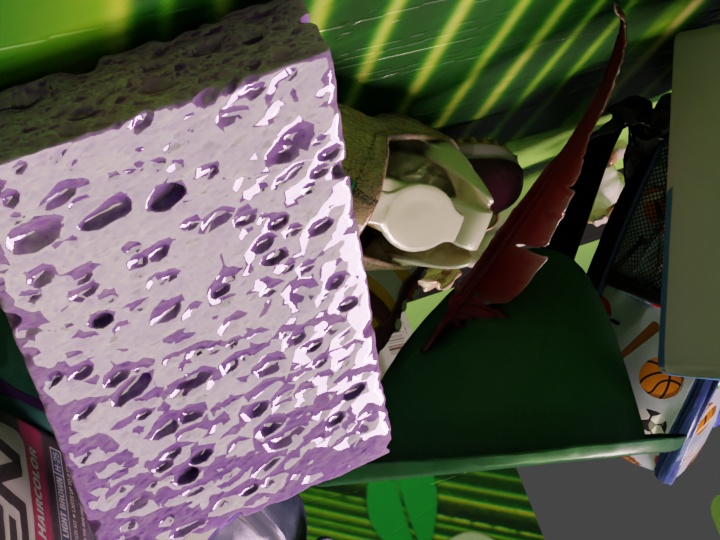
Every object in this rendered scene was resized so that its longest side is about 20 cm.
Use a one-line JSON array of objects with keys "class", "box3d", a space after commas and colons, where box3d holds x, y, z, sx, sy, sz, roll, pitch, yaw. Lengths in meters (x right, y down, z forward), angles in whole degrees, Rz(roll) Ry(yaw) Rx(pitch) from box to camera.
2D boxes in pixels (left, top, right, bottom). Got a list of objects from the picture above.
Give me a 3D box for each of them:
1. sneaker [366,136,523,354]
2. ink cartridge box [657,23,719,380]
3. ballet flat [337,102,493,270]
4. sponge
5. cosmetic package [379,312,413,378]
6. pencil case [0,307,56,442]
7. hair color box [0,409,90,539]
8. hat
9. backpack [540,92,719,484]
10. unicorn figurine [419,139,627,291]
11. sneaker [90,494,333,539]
[{"class": "sneaker", "box3d": [0.000, 0.000, 0.801, 0.199, 0.091, 0.075, -16, 173, -32]}, {"class": "ink cartridge box", "box3d": [0.227, -0.020, 0.747, 0.199, 0.146, 0.084, 7, 175, -34]}, {"class": "ballet flat", "box3d": [0.012, -0.025, 0.679, 0.067, 0.068, 0.200, 21, -171, 18]}, {"class": "sponge", "box3d": [-0.053, 0.012, 0.555, 0.111, 0.030, 0.201, -21, 141, -11]}, {"class": "cosmetic package", "box3d": [-0.065, 0.071, 1.137, 0.199, 0.102, 0.074, -23, 173, 21]}, {"class": "pencil case", "box3d": [-0.121, 0.029, 0.676, 0.200, 0.085, 0.093, -30, -154, 49]}, {"class": "hair color box", "box3d": [-0.163, 0.079, 0.551, 0.060, 0.100, 0.200, -24, 148, 19]}, {"class": "hat", "box3d": [0.061, -0.001, 0.791, 0.199, 0.177, 0.165, -9, 174, 28]}, {"class": "backpack", "box3d": [0.171, 0.010, 0.893, 0.191, 0.154, 0.200, -61, 165, 18]}, {"class": "unicorn figurine", "box3d": [0.120, -0.036, 1.054, 0.199, 0.074, 0.137, -7, -178, -4]}, {"class": "sneaker", "box3d": [-0.096, 0.153, 0.740, 0.080, 0.147, 0.200, 22, -141, 33]}]
